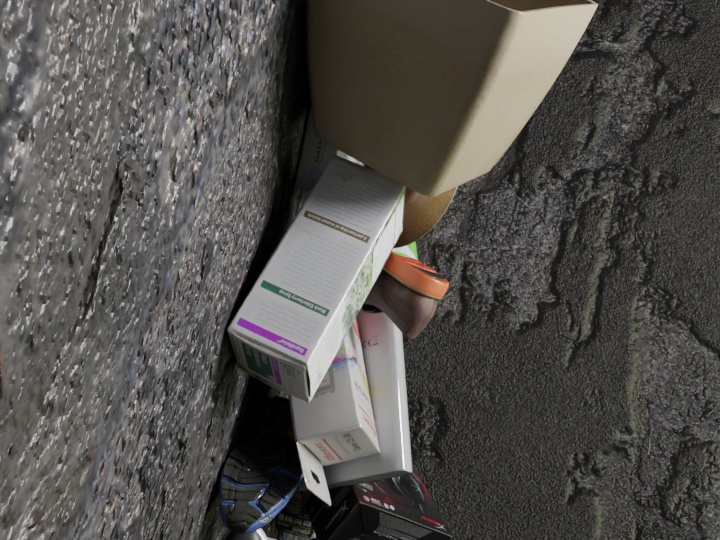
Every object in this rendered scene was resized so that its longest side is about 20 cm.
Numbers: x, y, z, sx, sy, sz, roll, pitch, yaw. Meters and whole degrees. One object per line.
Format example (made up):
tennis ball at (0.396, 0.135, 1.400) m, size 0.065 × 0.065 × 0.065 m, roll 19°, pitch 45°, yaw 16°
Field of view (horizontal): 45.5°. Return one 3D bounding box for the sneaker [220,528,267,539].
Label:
sneaker at (-0.127, 0.325, 0.755) m, size 0.099 × 0.070 × 0.203 m, roll 96°, pitch 12°, yaw -76°

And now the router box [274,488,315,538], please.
router box at (-0.061, 0.249, 1.212) m, size 0.200 × 0.061 × 0.152 m, roll -64°, pitch 164°, yaw -64°

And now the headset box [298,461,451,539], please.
headset box at (0.000, 0.249, 1.017) m, size 0.078 × 0.148 × 0.201 m, roll -51°, pitch -147°, yaw 14°

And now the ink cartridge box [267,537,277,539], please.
ink cartridge box at (-0.046, 0.362, 0.959) m, size 0.147 × 0.197 × 0.084 m, roll 88°, pitch 17°, yaw -67°

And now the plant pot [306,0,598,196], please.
plant pot at (0.065, -0.184, 0.772) m, size 0.199 × 0.198 × 0.179 m, roll -28°, pitch 141°, yaw -53°

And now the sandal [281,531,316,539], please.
sandal at (-0.039, 0.365, 1.230) m, size 0.087 × 0.198 × 0.081 m, roll -30°, pitch 99°, yaw -52°

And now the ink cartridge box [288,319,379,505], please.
ink cartridge box at (-0.029, 0.119, 0.852) m, size 0.117 × 0.066 × 0.203 m, roll 64°, pitch 14°, yaw -65°

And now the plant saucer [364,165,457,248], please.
plant saucer at (0.037, -0.130, 1.025) m, size 0.035 × 0.199 × 0.204 m, roll 13°, pitch 89°, yaw -43°

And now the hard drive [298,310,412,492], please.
hard drive at (-0.011, 0.129, 0.937) m, size 0.026 × 0.130 × 0.203 m, roll 33°, pitch 47°, yaw -52°

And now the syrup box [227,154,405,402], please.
syrup box at (-0.035, 0.005, 0.769) m, size 0.202 × 0.080 × 0.079 m, roll -60°, pitch 165°, yaw -26°

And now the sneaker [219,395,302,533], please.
sneaker at (-0.090, 0.204, 0.855) m, size 0.200 × 0.074 × 0.080 m, roll -55°, pitch 159°, yaw -70°

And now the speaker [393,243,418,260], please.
speaker at (0.041, -0.051, 1.275) m, size 0.202 × 0.087 × 0.089 m, roll -93°, pitch -172°, yaw -49°

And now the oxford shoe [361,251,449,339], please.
oxford shoe at (0.000, 0.000, 0.881) m, size 0.071 × 0.199 × 0.073 m, roll 15°, pitch 104°, yaw -45°

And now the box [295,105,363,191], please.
box at (-0.018, -0.157, 0.930) m, size 0.200 × 0.040 × 0.159 m, roll -23°, pitch 125°, yaw -83°
